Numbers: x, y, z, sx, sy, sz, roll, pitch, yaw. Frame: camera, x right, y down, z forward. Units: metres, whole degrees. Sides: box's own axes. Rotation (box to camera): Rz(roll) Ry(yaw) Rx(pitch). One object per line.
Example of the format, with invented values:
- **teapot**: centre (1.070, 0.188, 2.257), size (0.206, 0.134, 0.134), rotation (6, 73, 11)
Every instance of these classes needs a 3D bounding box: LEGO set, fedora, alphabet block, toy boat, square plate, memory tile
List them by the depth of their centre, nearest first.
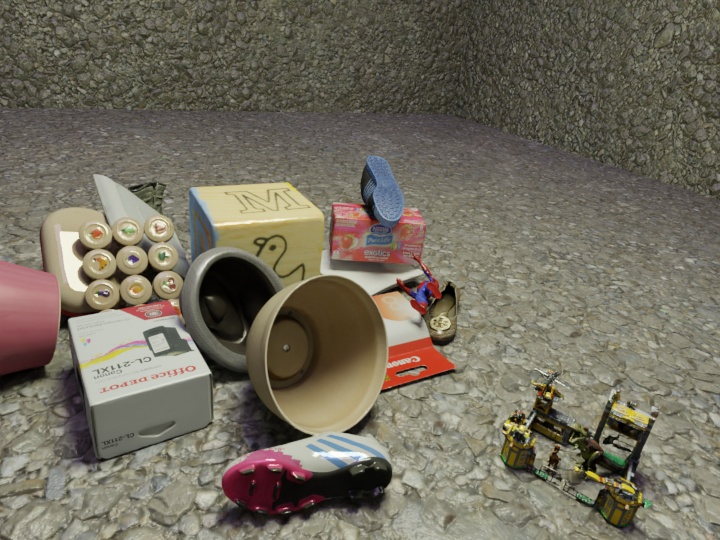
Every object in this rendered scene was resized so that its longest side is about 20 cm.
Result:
- **LEGO set**: centre (0.286, 0.205, 0.659), size (0.198, 0.118, 0.153), rotation (27, 32, 36)
- **fedora**: centre (-0.203, 0.063, 0.798), size (0.089, 0.200, 0.179), rotation (-11, 46, 41)
- **memory tile**: centre (-0.370, 0.008, 0.841), size (0.151, 0.204, 0.017), rotation (-8, -11, -31)
- **toy boat**: centre (-0.480, -0.003, 0.885), size (0.129, 0.130, 0.203), rotation (-1, 65, -43)
- **alphabet block**: centre (-0.197, -0.041, 0.952), size (0.197, 0.199, 0.196), rotation (-9, 31, -27)
- **square plate**: centre (-0.412, -0.087, 0.989), size (0.028, 0.198, 0.200), rotation (-41, 51, 2)
- **square plate**: centre (0.000, 0.000, 1.090), size (0.197, 0.029, 0.198), rotation (29, 33, 36)

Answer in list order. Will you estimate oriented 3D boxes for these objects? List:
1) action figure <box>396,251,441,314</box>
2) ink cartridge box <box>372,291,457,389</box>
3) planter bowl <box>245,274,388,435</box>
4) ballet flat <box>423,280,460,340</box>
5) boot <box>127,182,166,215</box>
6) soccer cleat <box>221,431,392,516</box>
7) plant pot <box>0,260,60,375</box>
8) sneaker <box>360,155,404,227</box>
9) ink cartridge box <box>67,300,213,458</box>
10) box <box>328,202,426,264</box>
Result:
- **action figure**: centre (0.107, 0.021, 0.977), size (0.099, 0.065, 0.200), rotation (47, 7, 5)
- **ink cartridge box**: centre (0.047, 0.110, 0.873), size (0.160, 0.051, 0.200), rotation (-8, 27, -28)
- **planter bowl**: centre (-0.076, 0.110, 0.706), size (0.198, 0.204, 0.134), rotation (-15, 7, -39)
- **ballet flat**: centre (0.161, 0.071, 0.983), size (0.066, 0.047, 0.200), rotation (13, 26, 14)
- **boot**: centre (-0.485, -0.114, 1.090), size (0.066, 0.133, 0.200), rotation (12, 26, 11)
- **soccer cleat**: centre (-0.061, 0.228, 0.595), size (0.196, 0.071, 0.086), rotation (4, 15, -18)
- **plant pot**: centre (-0.509, 0.063, 0.679), size (0.177, 0.203, 0.199), rotation (7, 20, -42)
- **sneaker**: centre (0.042, -0.150, 1.069), size (0.069, 0.079, 0.202), rotation (4, 47, -14)
- **ink cartridge box**: centre (-0.298, 0.133, 0.692), size (0.144, 0.084, 0.199), rotation (-10, 30, -33)
- **box**: centre (0.033, -0.081, 1.105), size (0.196, 0.097, 0.100), rotation (4, 26, -8)
